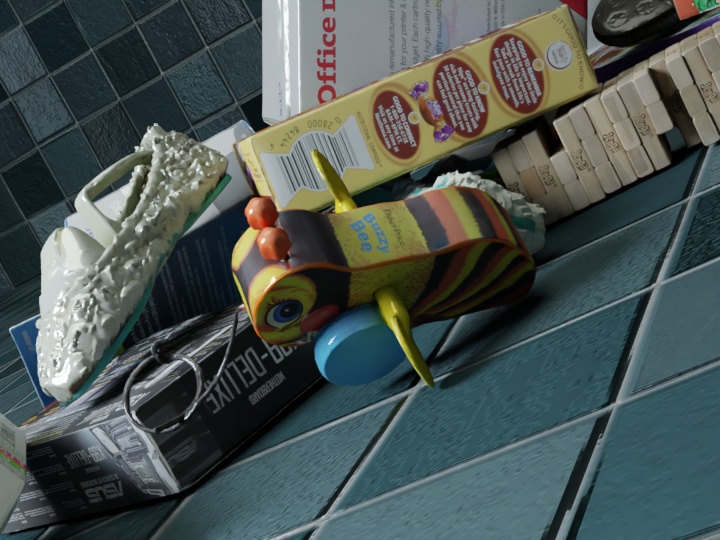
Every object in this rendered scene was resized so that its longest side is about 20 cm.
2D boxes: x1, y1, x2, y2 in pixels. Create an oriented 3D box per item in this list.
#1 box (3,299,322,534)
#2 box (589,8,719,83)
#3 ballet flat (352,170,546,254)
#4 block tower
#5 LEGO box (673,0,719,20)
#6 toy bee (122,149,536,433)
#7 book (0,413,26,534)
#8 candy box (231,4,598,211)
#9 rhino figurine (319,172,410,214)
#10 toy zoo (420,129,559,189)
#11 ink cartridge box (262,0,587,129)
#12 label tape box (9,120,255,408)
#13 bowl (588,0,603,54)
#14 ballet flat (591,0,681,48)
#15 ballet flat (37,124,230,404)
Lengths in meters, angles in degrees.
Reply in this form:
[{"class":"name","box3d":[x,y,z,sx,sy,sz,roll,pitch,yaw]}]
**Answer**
[{"class":"box","box3d":[-0.112,0.074,0.830,0.199,0.050,0.157,-21,13,47]},{"class":"box","box3d":[0.238,-0.168,1.115,0.136,0.039,0.199,-36,11,-35]},{"class":"ballet flat","box3d":[0.049,-0.019,0.848,0.071,0.072,0.200,-31,11,-15]},{"class":"block tower","box3d":[0.174,-0.093,0.841,0.198,0.058,0.054,-26,10,18]},{"class":"LEGO box","box3d":[0.300,-0.231,0.903,0.198,0.078,0.149,-22,5,-18]},{"class":"toy bee","box3d":[-0.011,0.007,0.672,0.199,0.131,0.109,-38,-29,-20]},{"class":"book","box3d":[-0.203,0.131,0.684,0.134,0.048,0.200,-53,10,-9]},{"class":"candy box","box3d":[0.028,-0.090,0.874,0.198,0.057,0.117,-25,7,-7]},{"class":"rhino figurine","box3d":[0.000,-0.053,1.054,0.087,0.060,0.200,-37,-3,1]},{"class":"toy zoo","box3d":[0.104,-0.074,1.012,0.130,0.021,0.200,-17,13,20]},{"class":"ink cartridge box","box3d":[0.037,-0.169,1.001,0.197,0.148,0.145,-1,8,-14]},{"class":"label tape box","box3d":[-0.136,0.010,0.974,0.198,0.066,0.144,-29,-33,-16]},{"class":"bowl","box3d":[0.198,-0.255,1.577,0.199,0.091,0.201,-28,8,4]},{"class":"ballet flat","box3d":[0.247,-0.212,1.079,0.199,0.047,0.067,-38,43,-21]},{"class":"ballet flat","box3d":[-0.140,-0.011,0.829,0.071,0.072,0.201,-22,27,37]}]
